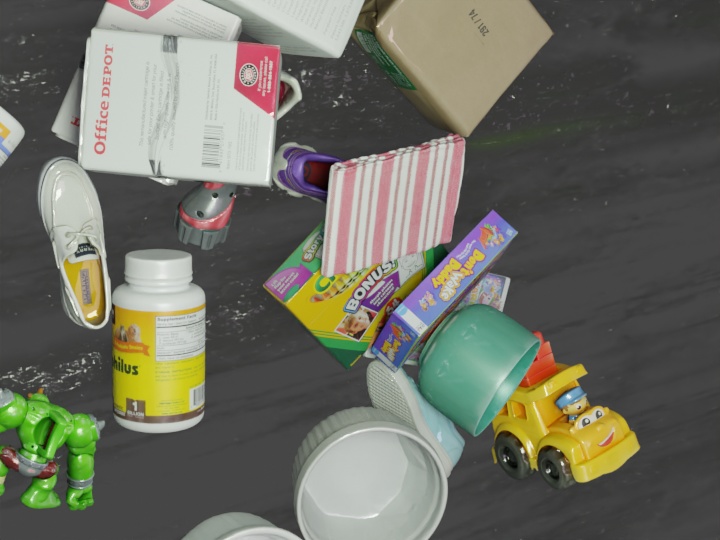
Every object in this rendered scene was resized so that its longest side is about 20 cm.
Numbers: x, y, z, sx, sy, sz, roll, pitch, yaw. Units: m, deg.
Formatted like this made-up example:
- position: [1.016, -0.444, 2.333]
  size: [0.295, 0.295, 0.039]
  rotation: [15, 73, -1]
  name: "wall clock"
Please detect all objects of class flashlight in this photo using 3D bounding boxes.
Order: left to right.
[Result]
- position: [-0.166, -0.119, 1.477]
  size: [0.067, 0.068, 0.201]
  rotation: [19, 129, 0]
  name: "flashlight"

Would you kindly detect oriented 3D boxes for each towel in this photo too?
- position: [0.037, -0.078, 1.520]
  size: [0.199, 0.030, 0.147]
  rotation: [-16, 128, -32]
  name: "towel"

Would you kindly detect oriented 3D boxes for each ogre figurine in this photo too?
- position: [-0.374, 0.204, 1.469]
  size: [0.199, 0.098, 0.120]
  rotation: [28, 98, -19]
  name: "ogre figurine"

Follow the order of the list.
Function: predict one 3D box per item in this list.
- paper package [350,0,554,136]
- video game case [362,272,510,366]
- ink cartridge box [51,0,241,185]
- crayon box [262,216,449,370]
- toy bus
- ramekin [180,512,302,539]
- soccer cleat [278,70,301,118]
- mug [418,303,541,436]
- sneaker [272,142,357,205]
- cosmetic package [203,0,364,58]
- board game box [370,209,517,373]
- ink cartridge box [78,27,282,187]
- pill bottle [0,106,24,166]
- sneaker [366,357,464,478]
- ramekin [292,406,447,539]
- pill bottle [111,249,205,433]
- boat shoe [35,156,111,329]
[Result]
- position: [0.111, -0.303, 1.621]
  size: [0.191, 0.103, 0.200]
  rotation: [-50, 119, -11]
  name: "paper package"
- position: [0.103, 0.061, 1.741]
  size: [0.199, 0.018, 0.144]
  rotation: [12, 94, -30]
  name: "video game case"
- position: [-0.235, -0.212, 1.436]
  size: [0.144, 0.084, 0.201]
  rotation: [23, 89, -5]
  name: "ink cartridge box"
- position: [0.000, 0.000, 1.599]
  size: [0.200, 0.058, 0.173]
  rotation: [-48, 140, -6]
  name: "crayon box"
- position: [0.262, 0.180, 1.753]
  size: [0.135, 0.199, 0.194]
  rotation: [-22, 104, -29]
  name: "toy bus"
- position: [-0.155, 0.405, 1.628]
  size: [0.199, 0.098, 0.202]
  rotation: [-6, 103, -27]
  name: "ramekin"
- position: [-0.159, -0.182, 1.508]
  size: [0.199, 0.086, 0.070]
  rotation: [-32, 114, -19]
  name: "soccer cleat"
- position: [0.139, 0.132, 1.676]
  size: [0.152, 0.114, 0.186]
  rotation: [-34, 155, -53]
  name: "mug"
- position: [-0.015, -0.102, 1.606]
  size: [0.199, 0.083, 0.081]
  rotation: [11, 95, -30]
  name: "sneaker"
- position: [-0.106, -0.358, 1.455]
  size: [0.199, 0.165, 0.166]
  rotation: [24, 89, -31]
  name: "cosmetic package"
- position: [0.105, 0.027, 1.635]
  size: [0.045, 0.135, 0.200]
  rotation: [42, 65, 7]
  name: "board game box"
- position: [-0.187, -0.168, 1.356]
  size: [0.198, 0.083, 0.147]
  rotation: [5, 92, -3]
  name: "ink cartridge box"
- position: [-0.455, -0.102, 1.350]
  size: [0.112, 0.112, 0.201]
  rotation: [40, 80, -29]
  name: "pill bottle"
- position: [0.077, 0.183, 1.733]
  size: [0.082, 0.074, 0.201]
  rotation: [-48, 120, -37]
  name: "sneaker"
- position: [0.004, 0.271, 1.660]
  size: [0.198, 0.105, 0.202]
  rotation: [-5, 110, -13]
  name: "ramekin"
- position: [-0.236, 0.080, 1.508]
  size: [0.108, 0.109, 0.202]
  rotation: [-4, 102, -28]
  name: "pill bottle"
- position: [-0.319, -0.029, 1.463]
  size: [0.070, 0.070, 0.202]
  rotation: [-11, 106, -26]
  name: "boat shoe"
